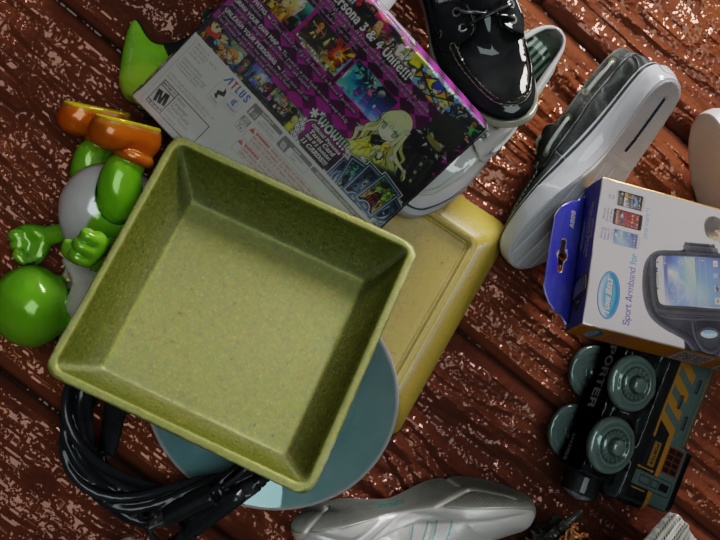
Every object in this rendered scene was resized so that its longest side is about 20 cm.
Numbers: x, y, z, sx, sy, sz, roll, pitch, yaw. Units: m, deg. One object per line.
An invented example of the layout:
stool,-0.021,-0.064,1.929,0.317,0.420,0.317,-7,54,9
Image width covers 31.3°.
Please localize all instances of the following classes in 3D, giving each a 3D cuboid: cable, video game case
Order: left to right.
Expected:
cable,-0.127,0.107,0.966,0.199,0.051,0.164,-37,102,10
video game case,-0.037,-0.118,0.941,0.181,0.036,0.200,-42,99,15

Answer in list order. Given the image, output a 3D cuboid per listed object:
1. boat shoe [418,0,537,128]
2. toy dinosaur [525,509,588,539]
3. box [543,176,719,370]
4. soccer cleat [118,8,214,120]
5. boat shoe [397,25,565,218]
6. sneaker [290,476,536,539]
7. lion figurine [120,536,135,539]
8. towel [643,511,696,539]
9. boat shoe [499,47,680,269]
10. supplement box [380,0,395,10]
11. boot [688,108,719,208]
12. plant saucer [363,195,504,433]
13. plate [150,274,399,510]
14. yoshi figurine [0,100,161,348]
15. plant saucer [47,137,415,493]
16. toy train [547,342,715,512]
boat shoe,0.088,-0.201,0.981,0.073,0.066,0.202,-8,57,-8
toy dinosaur,0.144,0.264,1.001,0.135,0.200,0.103,-32,82,-36
box,0.243,0.005,1.003,0.197,0.041,0.121,14,75,-13
soccer cleat,-0.088,-0.160,0.993,0.197,0.068,0.082,1,84,-6
boat shoe,0.089,-0.127,1.009,0.073,0.067,0.201,40,68,-6
sneaker,0.045,0.219,1.033,0.197,0.070,0.082,-9,102,-5
lion figurine,-0.139,0.244,0.982,0.197,0.123,0.073,17,76,5
towel,0.217,0.301,1.020,0.193,0.034,0.200,-50,144,-8
boat shoe,0.177,-0.092,1.052,0.200,0.071,0.072,-49,139,4
supplement box,-0.058,-0.261,0.983,0.199,0.101,0.104,37,84,-9
boot,0.348,-0.051,1.093,0.089,0.073,0.203,-22,103,-18
plant saucer,0.000,0.000,1.025,0.199,0.048,0.202,32,84,-10
plate,-0.068,0.094,0.997,0.197,0.026,0.203,1,110,2
yoshi figurine,-0.219,-0.021,0.952,0.110,0.112,0.203,15,100,9
plant saucer,-0.087,0.034,0.906,0.198,0.048,0.202,24,66,3
toy train,0.233,0.102,1.062,0.113,0.085,0.202,25,82,-24
